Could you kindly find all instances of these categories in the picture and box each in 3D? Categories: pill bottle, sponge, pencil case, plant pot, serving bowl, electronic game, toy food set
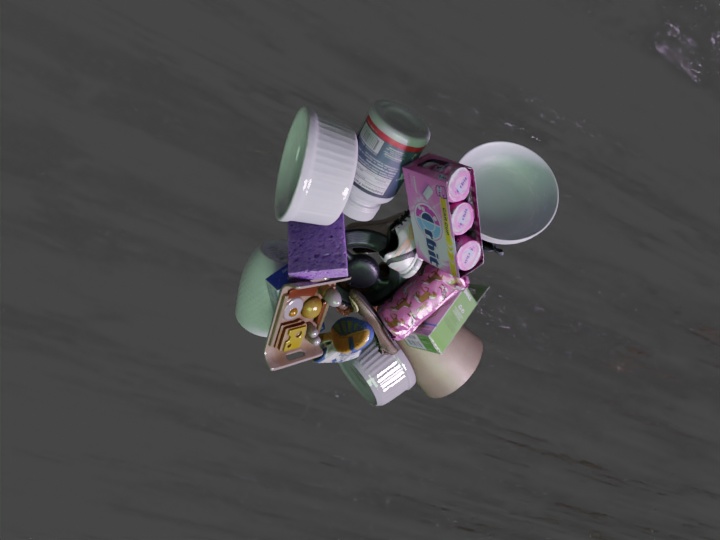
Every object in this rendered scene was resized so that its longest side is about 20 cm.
[{"bbox_3d":[0.030,-0.194,1.034,0.119,0.120,0.201,19,129,-17],"label":"pill bottle"},{"bbox_3d":[-0.084,-0.077,1.086,0.110,0.202,0.030,-6,149,3],"label":"sponge"},{"bbox_3d":[0.126,0.055,1.156,0.200,0.087,0.083,-40,110,5],"label":"pencil case"},{"bbox_3d":[0.152,0.162,1.330,0.187,0.188,0.200,-37,110,28],"label":"plant pot"},{"bbox_3d":[0.261,-0.137,1.059,0.198,0.202,0.066,1,163,-1],"label":"serving bowl"},{"bbox_3d":[0.000,0.000,1.170,0.198,0.042,0.201,2,128,2],"label":"electronic game"},{"bbox_3d":[-0.101,0.100,1.109,0.143,0.060,0.201,-11,129,-46],"label":"toy food set"}]

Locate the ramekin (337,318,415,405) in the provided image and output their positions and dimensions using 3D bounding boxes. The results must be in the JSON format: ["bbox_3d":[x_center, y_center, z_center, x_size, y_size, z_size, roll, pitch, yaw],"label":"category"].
[{"bbox_3d":[0.027,0.223,1.338,0.105,0.200,0.201,-36,133,-18],"label":"ramekin"}]

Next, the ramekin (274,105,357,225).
[{"bbox_3d":[-0.079,-0.176,1.001,0.097,0.202,0.201,12,131,-20],"label":"ramekin"}]

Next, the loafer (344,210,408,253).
[{"bbox_3d":[0.062,-0.069,1.178,0.198,0.069,0.076,-10,132,9],"label":"loafer"}]

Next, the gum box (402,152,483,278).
[{"bbox_3d":[0.145,-0.100,0.988,0.066,0.113,0.201,-30,126,-23],"label":"gum box"}]

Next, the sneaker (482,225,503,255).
[{"bbox_3d":[0.279,-0.084,1.118,0.198,0.141,0.078,-14,132,13],"label":"sneaker"}]

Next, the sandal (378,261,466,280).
[{"bbox_3d":[0.136,-0.003,1.243,0.198,0.054,0.081,-7,125,19],"label":"sandal"}]

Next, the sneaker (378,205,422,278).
[{"bbox_3d":[0.103,-0.090,1.096,0.080,0.202,0.074,27,170,-24],"label":"sneaker"}]

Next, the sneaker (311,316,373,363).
[{"bbox_3d":[-0.024,0.149,1.206,0.088,0.076,0.199,12,156,-35],"label":"sneaker"}]

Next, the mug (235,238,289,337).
[{"bbox_3d":[-0.164,0.025,1.227,0.199,0.148,0.177,-10,131,-34],"label":"mug"}]

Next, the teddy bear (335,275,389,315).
[{"bbox_3d":[0.018,0.057,1.258,0.198,0.067,0.146,10,132,13],"label":"teddy bear"}]

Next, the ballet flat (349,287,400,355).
[{"bbox_3d":[0.024,0.114,1.190,0.046,0.068,0.201,-32,127,3],"label":"ballet flat"}]

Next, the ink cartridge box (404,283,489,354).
[{"bbox_3d":[0.179,0.081,1.221,0.103,0.200,0.059,4,138,54],"label":"ink cartridge box"}]

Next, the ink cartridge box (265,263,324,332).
[{"bbox_3d":[-0.128,0.071,1.145,0.094,0.044,0.201,-36,144,-26],"label":"ink cartridge box"}]
